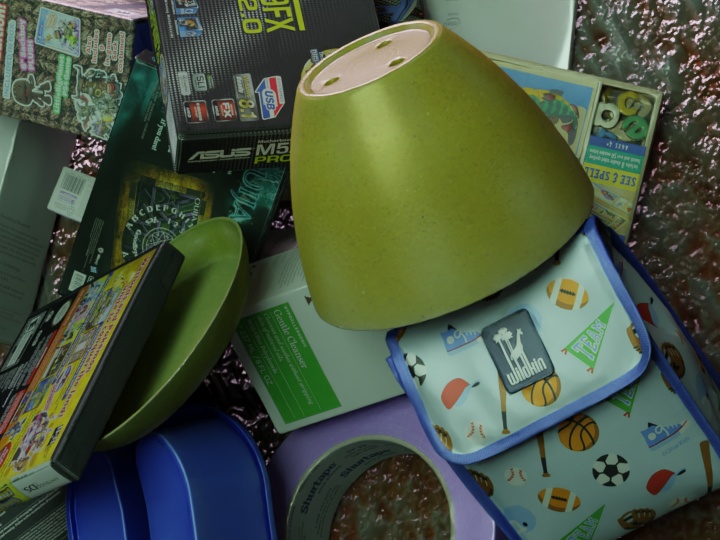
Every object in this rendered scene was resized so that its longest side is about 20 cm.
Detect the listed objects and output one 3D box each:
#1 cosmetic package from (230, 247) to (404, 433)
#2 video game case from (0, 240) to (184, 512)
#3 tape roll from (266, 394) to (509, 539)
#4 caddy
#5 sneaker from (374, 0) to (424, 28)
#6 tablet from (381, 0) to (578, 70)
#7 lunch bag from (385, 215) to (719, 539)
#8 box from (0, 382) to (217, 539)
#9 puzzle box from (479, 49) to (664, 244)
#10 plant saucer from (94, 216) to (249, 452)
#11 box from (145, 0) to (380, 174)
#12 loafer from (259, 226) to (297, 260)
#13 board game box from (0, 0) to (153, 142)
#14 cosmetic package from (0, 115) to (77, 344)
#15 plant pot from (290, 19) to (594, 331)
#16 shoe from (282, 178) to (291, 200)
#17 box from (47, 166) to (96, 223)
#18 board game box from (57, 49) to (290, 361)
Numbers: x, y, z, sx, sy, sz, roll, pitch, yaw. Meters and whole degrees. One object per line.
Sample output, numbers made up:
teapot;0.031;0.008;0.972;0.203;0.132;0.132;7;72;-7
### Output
cosmetic package;0.016;0.026;1.520;0.199;0.085;0.108;-20;111;21
video game case;-0.218;0.085;1.528;0.180;0.025;0.201;-26;32;45
tape roll;0.019;0.191;1.540;0.199;0.066;0.201;-8;74;28
caddy;-0.125;0.195;1.532;0.141;0.105;0.201;-14;81;38
sneaker;-0.033;-0.161;1.648;0.200;0.075;0.079;-39;62;20
tablet;0.071;-0.182;1.642;0.199;0.014;0.131;0;77;30
lunch bag;0.134;0.079;1.417;0.170;0.200;0.124;-29;22;17
box;-0.204;0.152;1.668;0.200;0.079;0.142;-37;66;16
puzzle box;0.106;-0.085;1.547;0.199;0.025;0.134;13;84;9
plant saucer;-0.141;0.051;1.510;0.200;0.031;0.200;-40;24;22
box;-0.067;-0.166;1.542;0.159;0.044;0.201;-4;58;-12
loafer;0.000;0.000;1.615;0.199;0.063;0.072;-4;42;25
board game box;-0.216;-0.175;1.694;0.199;0.159;0.097;15;109;27
cosmetic package;-0.317;-0.046;1.785;0.112;0.081;0.201;5;80;32
plant pot;0.032;-0.075;1.391;0.199;0.142;0.200;-22;22;10
shoe;0.012;-0.072;1.611;0.199;0.070;0.054;-9;68;24
box;-0.163;-0.033;1.719;0.199;0.039;0.042;21;89;32
board game box;-0.132;-0.045;1.588;0.135;0.028;0.201;24;113;4
